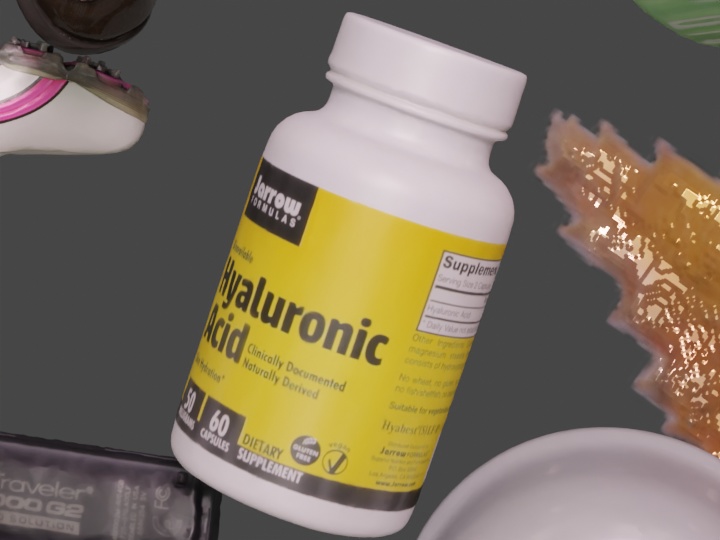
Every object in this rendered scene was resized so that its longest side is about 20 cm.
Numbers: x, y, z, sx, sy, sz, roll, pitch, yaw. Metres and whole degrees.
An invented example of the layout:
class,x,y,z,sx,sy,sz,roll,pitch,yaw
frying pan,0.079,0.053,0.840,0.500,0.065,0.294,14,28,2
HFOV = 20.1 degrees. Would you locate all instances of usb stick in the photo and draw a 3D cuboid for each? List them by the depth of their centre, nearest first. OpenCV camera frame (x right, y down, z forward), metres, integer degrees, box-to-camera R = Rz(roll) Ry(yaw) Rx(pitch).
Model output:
class,x,y,z,sx,sy,sz,roll,pitch,yaw
usb stick,-0.162,0.102,0.932,0.198,0.033,0.056,7,89,9

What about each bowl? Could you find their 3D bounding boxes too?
class,x,y,z,sx,sy,sz,roll,pitch,yaw
bowl,0.104,0.174,0.866,0.199,0.090,0.203,1,95,10

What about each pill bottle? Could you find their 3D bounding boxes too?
class,x,y,z,sx,sy,sz,roll,pitch,yaw
pill bottle,0.000,0.000,0.856,0.110,0.111,0.202,20,97,7

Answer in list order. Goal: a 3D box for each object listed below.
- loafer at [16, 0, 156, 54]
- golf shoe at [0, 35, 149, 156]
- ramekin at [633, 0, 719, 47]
class,x,y,z,sx,sy,sz,roll,pitch,yaw
loafer,-0.112,-0.182,0.744,0.073,0.071,0.202,-26,99,-28
golf shoe,-0.192,-0.063,0.884,0.198,0.073,0.093,6,92,-12
ramekin,0.163,-0.180,0.773,0.097,0.199,0.202,-6,95,51
